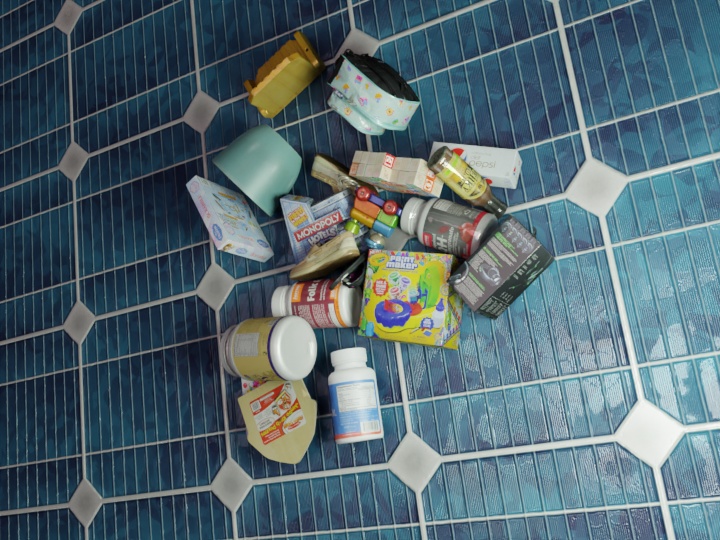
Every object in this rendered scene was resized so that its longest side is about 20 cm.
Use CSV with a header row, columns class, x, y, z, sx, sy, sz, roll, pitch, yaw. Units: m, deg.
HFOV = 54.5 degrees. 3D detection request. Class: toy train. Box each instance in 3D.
class,x,y,z,sx,sy,sz,roll,pitch,yaw
toy train,-0.007,-0.136,1.598,0.198,0.085,0.117,28,96,13

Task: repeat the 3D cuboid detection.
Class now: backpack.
class,x,y,z,sx,sy,sz,roll,pitch,yaw
backpack,0.034,-0.404,1.637,0.199,0.175,0.155,37,114,25

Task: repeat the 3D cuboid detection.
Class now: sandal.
class,x,y,z,sx,sy,sz,roll,pitch,yaw
sandal,0.001,-0.001,1.578,0.048,0.200,0.075,48,131,3

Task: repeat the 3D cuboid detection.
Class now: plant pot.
class,x,y,z,sx,sy,sz,roll,pitch,yaw
plant pot,-0.242,-0.261,1.739,0.161,0.201,0.200,-46,65,-1

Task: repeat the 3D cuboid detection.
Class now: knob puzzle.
class,x,y,z,sx,sy,sz,roll,pitch,yaw
knob puzzle,-0.180,0.356,1.643,0.216,0.030,0.223,-5,78,22

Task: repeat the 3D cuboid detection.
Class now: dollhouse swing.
class,x,y,z,sx,sy,sz,roll,pitch,yaw
dollhouse swing,-0.220,-0.515,1.776,0.199,0.175,0.183,-38,68,16

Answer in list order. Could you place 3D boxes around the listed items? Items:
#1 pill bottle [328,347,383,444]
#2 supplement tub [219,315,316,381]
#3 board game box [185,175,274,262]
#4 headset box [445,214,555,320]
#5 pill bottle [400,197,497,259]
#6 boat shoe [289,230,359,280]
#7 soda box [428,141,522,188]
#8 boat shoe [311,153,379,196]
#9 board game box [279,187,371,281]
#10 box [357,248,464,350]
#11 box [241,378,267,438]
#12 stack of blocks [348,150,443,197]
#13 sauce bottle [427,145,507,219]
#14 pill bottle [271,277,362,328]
class,x,y,z,sx,sy,sz,roll,pitch,yaw
pill bottle,-0.015,0.281,1.575,0.111,0.112,0.203,-14,74,23
supplement tub,-0.215,0.182,1.616,0.198,0.144,0.148,-7,78,37
board game box,-0.322,-0.125,1.745,0.041,0.199,0.201,-37,67,17
headset box,0.296,-0.006,1.438,0.200,0.174,0.093,-47,66,12
pill bottle,0.192,-0.096,1.540,0.198,0.110,0.112,20,90,27
boat shoe,-0.087,-0.031,1.617,0.198,0.071,0.065,-23,73,31
soda box,0.252,-0.235,1.557,0.197,0.064,0.069,11,78,26
boat shoe,-0.040,-0.211,1.701,0.199,0.074,0.067,38,113,25
board game box,-0.096,-0.106,1.665,0.198,0.062,0.202,-24,98,20
box,0.117,0.064,1.544,0.197,0.122,0.196,4,82,26
box,-0.214,0.298,1.708,0.154,0.041,0.203,-13,75,23
stack of blocks,0.081,-0.218,1.573,0.199,0.114,0.059,16,88,50
sauce bottle,0.234,-0.185,1.503,0.065,0.199,0.065,-46,22,24
pill bottle,-0.102,0.079,1.650,0.197,0.114,0.116,-5,79,24
